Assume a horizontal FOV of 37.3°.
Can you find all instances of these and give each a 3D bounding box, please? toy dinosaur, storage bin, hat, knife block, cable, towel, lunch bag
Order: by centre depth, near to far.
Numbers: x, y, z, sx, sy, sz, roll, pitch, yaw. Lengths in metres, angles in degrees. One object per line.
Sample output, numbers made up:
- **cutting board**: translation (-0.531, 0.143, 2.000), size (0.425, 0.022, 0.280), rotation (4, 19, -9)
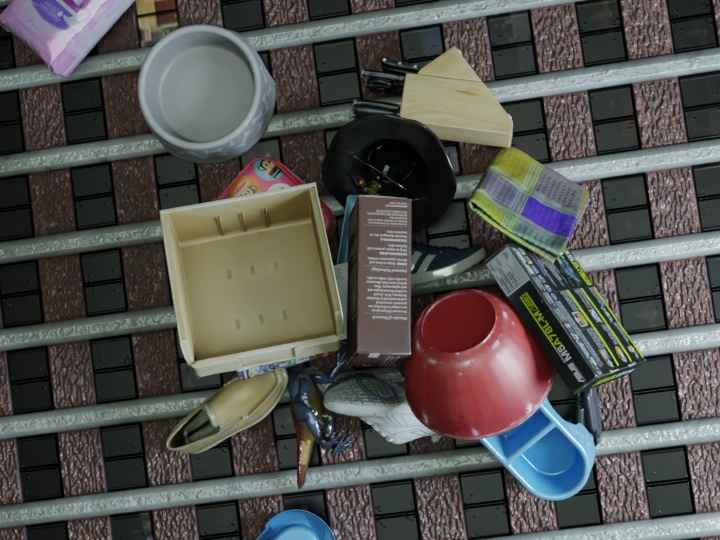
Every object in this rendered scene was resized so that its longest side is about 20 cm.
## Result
- **storage bin**: translation (-0.135, 0.014, 1.348), size (0.199, 0.094, 0.199), rotation (-11, 67, -5)
- **towel**: translation (0.224, -0.094, 1.404), size (0.143, 0.200, 0.023), rotation (33, 126, 5)
- **cable**: translation (0.234, 0.162, 1.432), size (0.163, 0.051, 0.201), rotation (-9, 107, 16)
- **hat**: translation (0.049, -0.146, 1.446), size (0.200, 0.201, 0.081), rotation (22, 46, 6)
- **toy dinosaur**: translation (-0.086, 0.167, 1.459), size (0.200, 0.105, 0.182), rotation (-46, 66, 12)
- **knife block**: translation (0.088, -0.213, 1.463), size (0.175, 0.064, 0.200), rotation (-36, 77, 1)
- **lunch bag**: translation (-0.133, -0.038, 1.478), size (0.176, 0.082, 0.200), rotation (41, 93, 2)

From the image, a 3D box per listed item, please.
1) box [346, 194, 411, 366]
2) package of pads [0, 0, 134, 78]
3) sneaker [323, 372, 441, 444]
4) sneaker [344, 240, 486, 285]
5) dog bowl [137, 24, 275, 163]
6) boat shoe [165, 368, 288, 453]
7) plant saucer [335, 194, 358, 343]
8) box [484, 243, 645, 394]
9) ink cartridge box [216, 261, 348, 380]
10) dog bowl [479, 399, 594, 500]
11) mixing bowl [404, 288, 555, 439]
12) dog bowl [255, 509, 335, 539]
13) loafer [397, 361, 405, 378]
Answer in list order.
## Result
- **box**: translation (0.023, 0.015, 1.343), size (0.075, 0.100, 0.201), rotation (4, 76, -7)
- **package of pads**: translation (-0.405, -0.385, 1.518), size (0.120, 0.076, 0.200), rotation (42, 91, 3)
- **sneaker**: translation (0.042, 0.191, 1.417), size (0.199, 0.075, 0.087), rotation (11, 116, -21)
- **sneaker**: translation (0.069, -0.022, 1.457), size (0.199, 0.075, 0.085), rotation (-15, 90, 4)
- **dog bowl**: translation (-0.222, -0.253, 1.504), size (0.199, 0.059, 0.201), rotation (0, 87, 4)
- **boat shoe**: translation (-0.182, 0.190, 1.441), size (0.200, 0.076, 0.072), rotation (-42, 75, 19)
- **plant saucer**: translation (0.000, 0.000, 1.432), size (0.070, 0.019, 0.201), rotation (7, 84, 24)
- **box**: translation (0.264, 0.054, 1.362), size (0.047, 0.193, 0.200), rotation (-40, 72, 24)
- **ink cartridge box**: translation (-0.080, 0.064, 1.407), size (0.199, 0.050, 0.109), rotation (-15, 70, -8)
- **dog bowl**: translation (0.220, 0.216, 1.388), size (0.111, 0.050, 0.200), rotation (-42, 96, 14)
- **mixing bowl**: translation (0.134, 0.097, 1.330), size (0.199, 0.109, 0.201), rotation (-14, 45, 14)
- **dog bowl**: translation (-0.116, 0.412, 1.465), size (0.200, 0.050, 0.111), rotation (-44, 84, 2)
- **loafer**: translation (0.147, 0.099, 1.460), size (0.199, 0.063, 0.072), rotation (-15, 128, 6)
